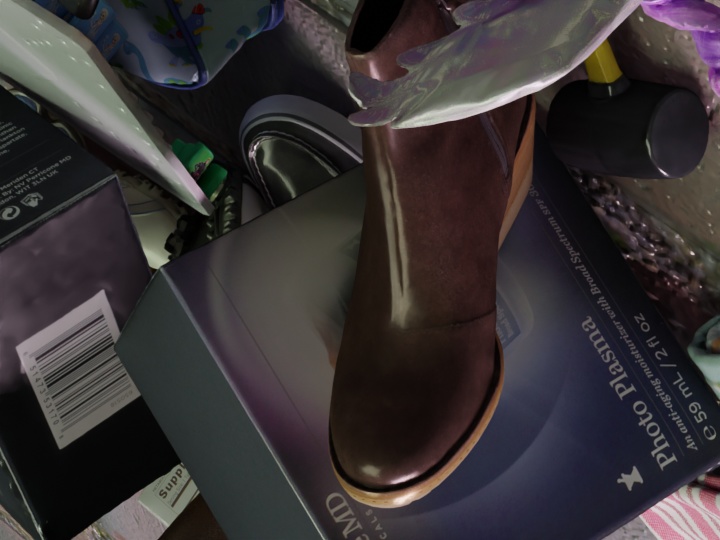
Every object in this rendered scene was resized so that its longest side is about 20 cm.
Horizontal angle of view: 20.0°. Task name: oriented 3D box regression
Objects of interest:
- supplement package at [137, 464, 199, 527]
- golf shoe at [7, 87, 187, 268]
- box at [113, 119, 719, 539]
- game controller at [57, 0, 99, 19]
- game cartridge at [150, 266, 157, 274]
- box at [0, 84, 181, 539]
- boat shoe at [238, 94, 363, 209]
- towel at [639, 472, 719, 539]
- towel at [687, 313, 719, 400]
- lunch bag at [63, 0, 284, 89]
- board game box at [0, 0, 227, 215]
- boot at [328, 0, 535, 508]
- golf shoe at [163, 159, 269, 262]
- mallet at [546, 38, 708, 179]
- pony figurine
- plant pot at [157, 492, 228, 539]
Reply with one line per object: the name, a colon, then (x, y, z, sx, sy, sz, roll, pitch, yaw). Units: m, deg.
supplement package: (-0.015, 0.156, 1.255, 0.200, 0.114, 0.110, 38, -170, 20)
golf shoe: (-0.179, -0.027, 1.304, 0.200, 0.097, 0.078, 37, 152, 16)
box: (0.028, 0.057, 0.929, 0.200, 0.198, 0.123, 58, 157, 8)
game controller: (-0.085, -0.199, 0.820, 0.104, 0.042, 0.200, -102, 29, -50)
game cartridge: (-0.021, 0.064, 1.157, 0.200, 0.032, 0.176, 30, -176, 38)
box: (-0.201, 0.009, 1.107, 0.200, 0.117, 0.197, 35, 150, 42)
boat shoe: (0.000, 0.000, 1.065, 0.070, 0.066, 0.200, -21, 117, 28)
towel: (0.197, 0.159, 1.016, 0.146, 0.030, 0.200, 53, 168, -11)
towel: (0.247, 0.086, 0.855, 0.171, 0.048, 0.200, 55, 154, -16)
lunch bag: (-0.134, -0.184, 1.010, 0.200, 0.082, 0.161, 24, 147, 42)
board game box: (-0.167, -0.120, 0.992, 0.200, 0.026, 0.200, 33, 170, 22)
boot: (0.014, -0.028, 0.796, 0.072, 0.200, 0.166, 5, 146, 23)
golf shoe: (-0.058, -0.012, 1.116, 0.088, 0.077, 0.200, 29, -172, -7)
mallet: (0.089, -0.120, 0.813, 0.066, 0.041, 0.200, 19, 140, 44)
pony figurine: (0.096, -0.123, 0.680, 0.193, 0.166, 0.200, -2, 111, 42)
plant pot: (-0.064, 0.209, 1.081, 0.187, 0.200, 0.187, 18, 122, 32)
